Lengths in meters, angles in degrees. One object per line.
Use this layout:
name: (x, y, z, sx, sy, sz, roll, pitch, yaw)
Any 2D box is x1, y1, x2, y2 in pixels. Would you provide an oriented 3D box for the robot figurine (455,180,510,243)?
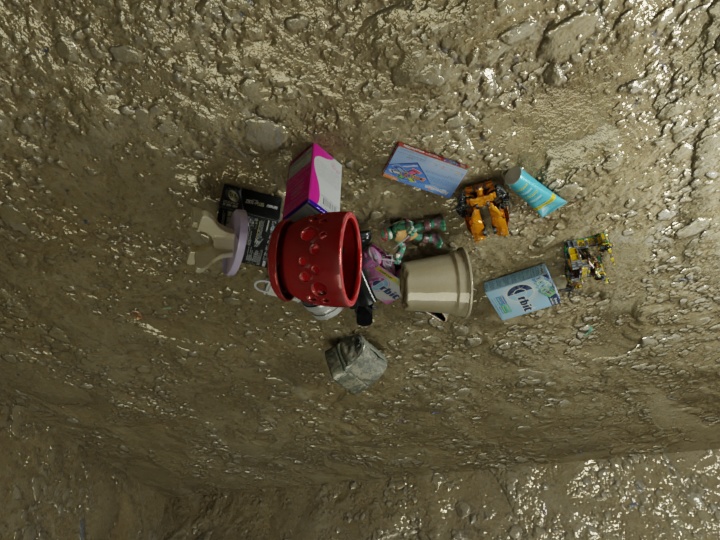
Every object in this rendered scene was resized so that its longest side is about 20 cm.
robot figurine: (0.328, -0.158, 1.490, 0.141, 0.059, 0.202, -12, 139, 15)

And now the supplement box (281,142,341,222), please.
supplement box: (-0.113, -0.187, 1.352, 0.102, 0.204, 0.100, -30, 132, 35)

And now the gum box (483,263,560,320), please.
gum box: (0.509, 0.071, 1.773, 0.195, 0.046, 0.170, -19, 136, 24)

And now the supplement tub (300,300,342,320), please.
supplement tub: (-0.130, 0.026, 1.626, 0.137, 0.142, 0.203, -16, 123, 20)

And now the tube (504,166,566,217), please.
tube: (0.448, -0.199, 1.453, 0.197, 0.052, 0.077, 26, 142, -35)

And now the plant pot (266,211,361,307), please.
plant pot: (-0.100, -0.026, 1.234, 0.176, 0.205, 0.203, 2, 142, 12)

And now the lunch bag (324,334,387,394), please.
lunch bag: (-0.009, 0.329, 2.026, 0.165, 0.141, 0.200, -33, 136, 12)

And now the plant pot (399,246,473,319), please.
plant pot: (0.206, 0.039, 1.604, 0.177, 0.205, 0.203, -2, 142, -5)

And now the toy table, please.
toy table: (-0.357, -0.071, 1.396, 0.114, 0.186, 0.203, 4, 131, -28)

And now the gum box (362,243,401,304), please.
gum box: (0.055, 0.010, 1.692, 0.112, 0.068, 0.198, -31, 131, 34)

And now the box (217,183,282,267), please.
box: (-0.309, -0.116, 1.532, 0.159, 0.088, 0.202, 11, 139, -12)

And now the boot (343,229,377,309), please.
boot: (0.000, 0.000, 1.574, 0.065, 0.206, 0.163, -21, -173, -39)

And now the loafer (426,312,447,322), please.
loafer: (0.211, 0.101, 1.802, 0.197, 0.064, 0.072, 28, 135, -29)

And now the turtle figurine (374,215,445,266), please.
turtle figurine: (0.130, -0.094, 1.540, 0.194, 0.103, 0.151, -9, 156, -11)

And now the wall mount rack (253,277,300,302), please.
wall mount rack: (-0.218, 0.023, 1.716, 0.194, 0.076, 0.175, 15, 142, -17)

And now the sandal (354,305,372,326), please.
sandal: (0.010, 0.128, 1.854, 0.074, 0.044, 0.203, -6, 140, 8)

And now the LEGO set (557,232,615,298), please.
LEGO set: (0.657, 0.000, 1.624, 0.148, 0.118, 0.203, -2, 141, 4)

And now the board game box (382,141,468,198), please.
board game box: (0.162, -0.249, 1.414, 0.194, 0.020, 0.104, 15, 137, -17)
